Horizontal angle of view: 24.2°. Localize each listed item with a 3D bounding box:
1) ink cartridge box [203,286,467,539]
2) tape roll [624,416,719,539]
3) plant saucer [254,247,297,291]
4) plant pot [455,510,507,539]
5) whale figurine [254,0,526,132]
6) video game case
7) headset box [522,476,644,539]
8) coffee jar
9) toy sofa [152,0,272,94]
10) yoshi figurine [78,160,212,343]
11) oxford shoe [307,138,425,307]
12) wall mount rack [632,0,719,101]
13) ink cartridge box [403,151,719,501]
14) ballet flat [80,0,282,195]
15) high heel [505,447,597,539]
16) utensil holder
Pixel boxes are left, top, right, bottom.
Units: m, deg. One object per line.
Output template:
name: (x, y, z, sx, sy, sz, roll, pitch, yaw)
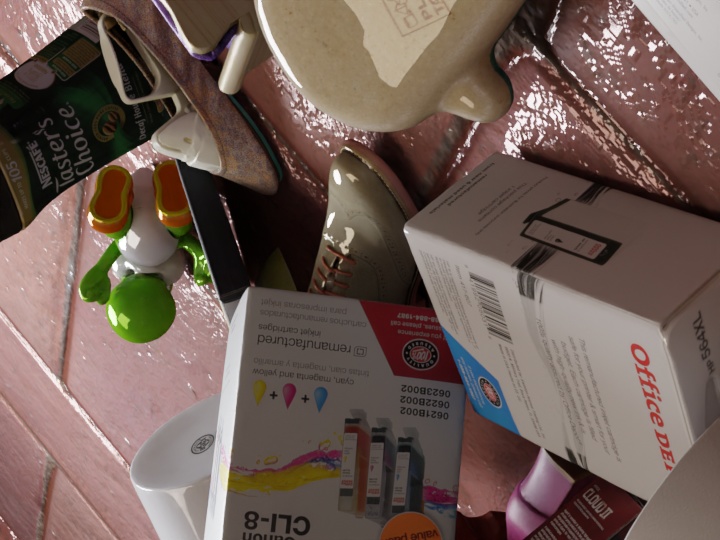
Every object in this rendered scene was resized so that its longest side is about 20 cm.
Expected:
ink cartridge box: (-0.019, 0.129, 1.049, 0.145, 0.143, 0.203, 130, 146, -75)
tape roll: (0.219, 0.168, 0.796, 0.139, 0.202, 0.204, 36, 151, 34)
plant saucer: (-0.041, 0.082, 1.267, 0.200, 0.031, 0.202, 159, 90, -87)
plant pot: (0.089, 0.287, 1.177, 0.200, 0.199, 0.198, 23, 114, 49)
whale figurine: (0.041, -0.153, 0.845, 0.199, 0.104, 0.160, -20, 108, 40)
video game case: (-0.095, 0.014, 1.274, 0.201, 0.025, 0.182, -112, 5, -46)
headset box: (0.130, 0.226, 0.947, 0.149, 0.200, 0.077, 50, 179, -14)
coffee jar: (-0.233, -0.108, 1.249, 0.085, 0.199, 0.105, 33, 151, 36)
toy sofa: (-0.127, -0.208, 1.048, 0.200, 0.097, 0.083, 49, 156, 6)
yoshi figurine: (-0.182, -0.004, 1.422, 0.112, 0.112, 0.201, 39, 157, 13)
oxford shoe: (0.000, 0.000, 1.125, 0.071, 0.074, 0.201, 35, 151, 34)
wall mount rack: (0.176, -0.118, 0.649, 0.200, 0.074, 0.174, 51, 160, 6)
ink cartridge box: (0.133, 0.035, 0.915, 0.199, 0.084, 0.147, 24, 144, 48)
ballet flat: (-0.135, -0.126, 1.212, 0.201, 0.067, 0.068, 56, 157, -6)
high heel: (0.166, 0.203, 1.080, 0.200, 0.067, 0.097, 44, 134, 31)
utensil holder: (-0.096, 0.229, 1.504, 0.169, 0.169, 0.201, 10, 131, 57)
